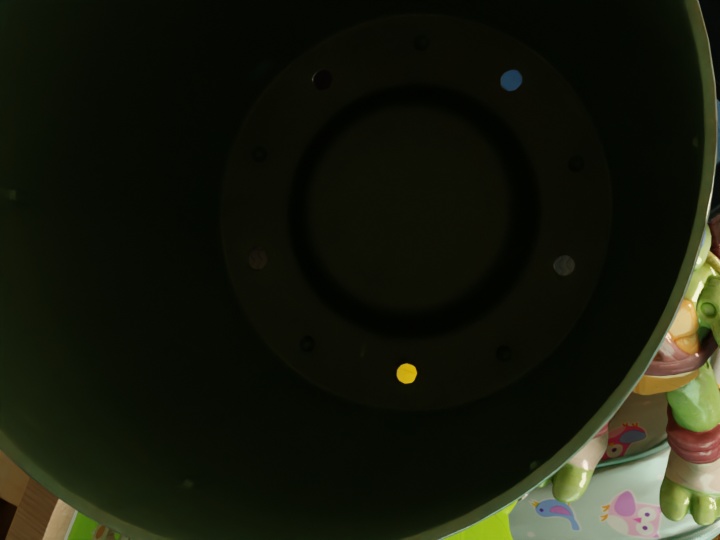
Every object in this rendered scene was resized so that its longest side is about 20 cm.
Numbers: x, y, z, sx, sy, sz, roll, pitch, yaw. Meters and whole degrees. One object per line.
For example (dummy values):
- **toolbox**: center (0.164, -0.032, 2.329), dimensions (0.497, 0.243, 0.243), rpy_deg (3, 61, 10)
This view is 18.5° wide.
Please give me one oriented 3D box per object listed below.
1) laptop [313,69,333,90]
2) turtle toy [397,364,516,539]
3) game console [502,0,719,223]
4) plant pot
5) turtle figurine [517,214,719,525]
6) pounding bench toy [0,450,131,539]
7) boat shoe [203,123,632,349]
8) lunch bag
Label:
- **laptop**: center (-0.019, -0.028, 0.809), dimensions (0.187, 0.116, 0.200), rpy_deg (21, 127, -21)
- **turtle toy**: center (0.003, 0.111, 0.775), dimensions (0.101, 0.146, 0.200), rpy_deg (-7, 153, 30)
- **game console**: center (0.040, -0.055, 0.760), dimensions (0.119, 0.172, 0.200), rpy_deg (-43, 179, -19)
- **plant pot**: center (-0.001, -0.024, 0.588), dimensions (0.200, 0.201, 0.161), rpy_deg (-20, 170, 10)
- **turtle figurine**: center (0.117, 0.069, 0.934), dimensions (0.144, 0.200, 0.194), rpy_deg (-19, 153, -6)
- **pounding bench toy**: center (-0.120, 0.057, 0.820), dimensions (0.156, 0.124, 0.200), rpy_deg (24, -174, 25)
- **boat shoe**: center (-0.004, -0.004, 0.706), dimensions (0.200, 0.074, 0.067), rpy_deg (5, 173, 14)
- **lunch bag**: center (0.134, 0.079, 1.152), dimensions (0.160, 0.077, 0.200), rpy_deg (-13, -153, 26)
